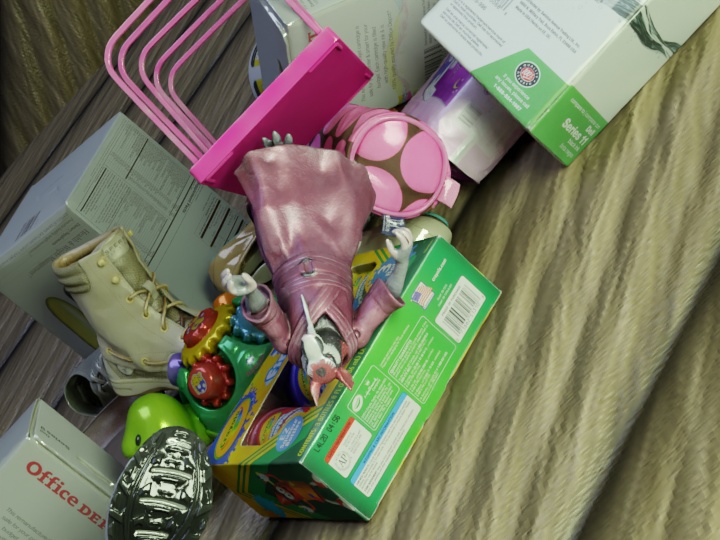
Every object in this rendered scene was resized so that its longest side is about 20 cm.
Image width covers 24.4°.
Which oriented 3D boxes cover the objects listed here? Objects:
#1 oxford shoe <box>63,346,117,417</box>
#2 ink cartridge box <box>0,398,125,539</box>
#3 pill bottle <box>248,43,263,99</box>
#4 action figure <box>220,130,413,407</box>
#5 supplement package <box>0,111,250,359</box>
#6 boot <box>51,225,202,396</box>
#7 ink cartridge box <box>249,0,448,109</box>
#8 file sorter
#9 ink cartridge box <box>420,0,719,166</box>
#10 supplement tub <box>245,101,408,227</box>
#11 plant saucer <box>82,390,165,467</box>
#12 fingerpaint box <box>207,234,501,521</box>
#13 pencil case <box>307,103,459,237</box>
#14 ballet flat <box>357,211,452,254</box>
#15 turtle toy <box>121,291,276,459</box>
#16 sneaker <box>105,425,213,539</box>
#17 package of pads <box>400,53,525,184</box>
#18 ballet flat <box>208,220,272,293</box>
[{"bbox_3d":[-0.244,0.097,1.699,0.058,0.075,0.200,-36,-3,-45],"label":"oxford shoe"},{"bbox_3d":[-0.291,0.237,1.441,0.200,0.145,0.088,-47,18,11],"label":"ink cartridge box"},{"bbox_3d":[-0.036,-0.220,1.779,0.115,0.114,0.200,-54,20,-14],"label":"pill bottle"},{"bbox_3d":[-0.040,0.010,1.154,0.149,0.132,0.202,110,159,-55],"label":"action figure"},{"bbox_3d":[-0.254,-0.018,1.753,0.191,0.200,0.148,-31,27,43],"label":"supplement package"},{"bbox_3d":[-0.187,0.030,1.545,0.199,0.157,0.073,-12,22,39],"label":"boot"},{"bbox_3d":[0.009,-0.215,1.437,0.198,0.145,0.085,-26,52,-16],"label":"ink cartridge box"},{"bbox_3d":[-0.091,-0.152,1.242,0.139,0.125,0.200,-45,-6,5],"label":"file sorter"},{"bbox_3d":[0.168,-0.206,1.254,0.200,0.083,0.147,-46,56,9],"label":"ink cartridge box"},{"bbox_3d":[-0.012,-0.107,1.527,0.201,0.107,0.107,-56,20,-16],"label":"supplement tub"},{"bbox_3d":[-0.247,0.192,1.603,0.200,0.032,0.201,-42,21,20],"label":"plant saucer"},{"bbox_3d":[-0.010,0.080,1.223,0.201,0.073,0.166,-57,21,-22],"label":"fingerpaint box"},{"bbox_3d":[0.013,-0.087,1.339,0.200,0.093,0.092,-139,66,-74],"label":"pencil case"},{"bbox_3d":[0.000,0.000,1.377,0.199,0.069,0.070,-18,36,55],"label":"ballet flat"},{"bbox_3d":[-0.115,0.094,1.385,0.201,0.101,0.145,-53,19,-11],"label":"turtle toy"},{"bbox_3d":[-0.160,0.213,1.230,0.079,0.073,0.203,-171,94,-79],"label":"sneaker"},{"bbox_3d":[0.121,-0.169,1.392,0.200,0.076,0.120,-50,15,-2],"label":"package of pads"},{"bbox_3d":[-0.066,-0.047,1.628,0.200,0.068,0.063,-49,47,9],"label":"ballet flat"}]
